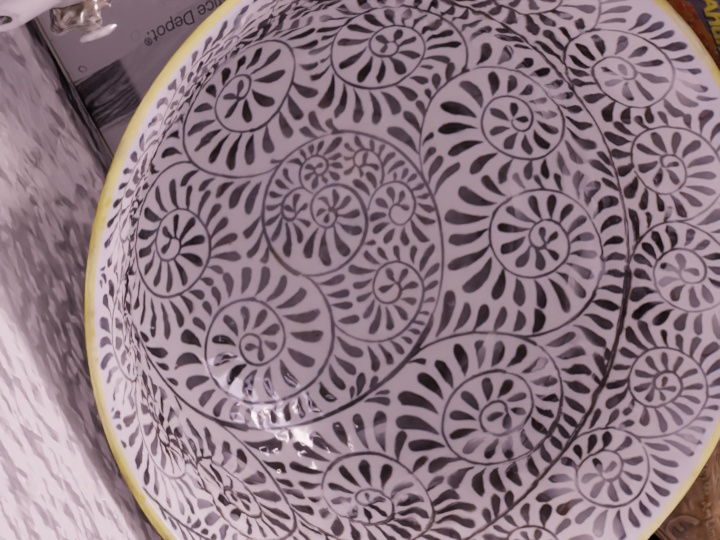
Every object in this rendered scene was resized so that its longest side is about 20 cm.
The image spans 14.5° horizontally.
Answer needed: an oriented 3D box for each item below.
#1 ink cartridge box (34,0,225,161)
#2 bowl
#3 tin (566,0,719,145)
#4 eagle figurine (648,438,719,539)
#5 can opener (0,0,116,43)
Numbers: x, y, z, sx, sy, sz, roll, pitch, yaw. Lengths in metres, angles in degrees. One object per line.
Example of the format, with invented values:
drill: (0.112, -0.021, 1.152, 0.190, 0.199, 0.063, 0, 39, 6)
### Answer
ink cartridge box: (-0.027, -0.102, 0.876, 0.200, 0.146, 0.084, 62, 8, -13)
bowl: (0.004, -0.002, 0.795, 0.201, 0.201, 0.094, 60, -16, -20)
tin: (0.105, -0.064, 0.797, 0.112, 0.042, 0.200, 9, -50, 49)
eagle figurine: (0.096, 0.079, 0.939, 0.151, 0.152, 0.200, 18, 7, -14)
can opener: (-0.034, -0.120, 0.767, 0.053, 0.200, 0.067, 22, -43, 59)
